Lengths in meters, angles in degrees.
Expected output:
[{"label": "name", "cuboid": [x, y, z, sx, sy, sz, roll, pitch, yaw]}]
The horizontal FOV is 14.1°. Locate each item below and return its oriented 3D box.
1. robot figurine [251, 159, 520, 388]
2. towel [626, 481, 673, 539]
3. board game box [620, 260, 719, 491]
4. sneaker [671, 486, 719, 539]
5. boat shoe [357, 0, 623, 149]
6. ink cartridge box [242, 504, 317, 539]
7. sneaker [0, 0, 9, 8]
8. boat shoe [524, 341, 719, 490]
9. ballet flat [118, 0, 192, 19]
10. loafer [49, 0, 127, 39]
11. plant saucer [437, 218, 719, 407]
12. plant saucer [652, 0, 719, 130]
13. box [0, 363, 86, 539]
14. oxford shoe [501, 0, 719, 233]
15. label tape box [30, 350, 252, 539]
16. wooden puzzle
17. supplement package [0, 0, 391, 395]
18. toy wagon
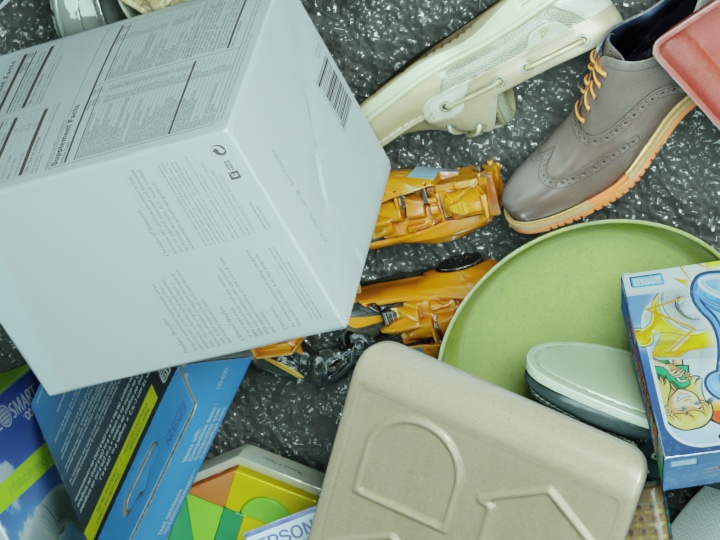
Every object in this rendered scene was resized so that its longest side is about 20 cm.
[{"label": "robot figurine", "cuboid": [0.000, 0.000, 1.793, 0.200, 0.058, 0.145, -12, 106, 18]}, {"label": "towel", "cuboid": [0.102, 0.199, 1.764, 0.200, 0.022, 0.147, -5, 103, 27]}, {"label": "board game box", "cuboid": [0.259, 0.049, 1.670, 0.199, 0.136, 0.034, -9, 141, -1]}, {"label": "sneaker", "cuboid": [0.228, 0.223, 1.806, 0.074, 0.116, 0.200, 22, 83, 41]}, {"label": "boat shoe", "cuboid": [0.065, -0.110, 1.734, 0.200, 0.072, 0.065, -35, 95, 18]}, {"label": "ink cartridge box", "cuboid": [0.053, 0.214, 1.839, 0.196, 0.043, 0.200, -21, 100, 5]}, {"label": "sneaker", "cuboid": [-0.222, -0.219, 1.764, 0.078, 0.091, 0.200, 39, 114, 1]}, {"label": "boat shoe", "cuboid": [0.183, 0.099, 1.727, 0.199, 0.075, 0.066, 14, 120, -16]}, {"label": "ballet flat", "cuboid": [-0.089, -0.145, 1.743, 0.065, 0.071, 0.200, -25, 126, 30]}, {"label": "loafer", "cuboid": [-0.134, -0.125, 1.785, 0.070, 0.070, 0.200, -11, 114, 23]}, {"label": "plant saucer", "cuboid": [0.141, 0.051, 1.754, 0.199, 0.031, 0.200, -4, 119, -7]}, {"label": "plant saucer", "cuboid": [0.296, -0.125, 1.642, 0.199, 0.037, 0.200, -33, 124, 21]}, {"label": "box", "cuboid": [-0.218, 0.153, 1.874, 0.048, 0.122, 0.200, -20, 102, 25]}, {"label": "oxford shoe", "cuboid": [0.148, -0.102, 1.700, 0.200, 0.071, 0.073, -43, 126, 15]}, {"label": "label tape box", "cuboid": [-0.128, 0.087, 1.787, 0.063, 0.200, 0.144, 13, 117, -29]}, {"label": "wooden puzzle", "cuboid": [0.064, 0.160, 1.733, 0.185, 0.046, 0.200, 23, 111, 16]}, {"label": "supplement package", "cuboid": [-0.113, -0.048, 1.681, 0.200, 0.151, 0.152, -13, 126, 24]}, {"label": "toy wagon", "cuboid": [-0.071, 0.214, 1.898, 0.155, 0.040, 0.200, 21, 112, 8]}]
